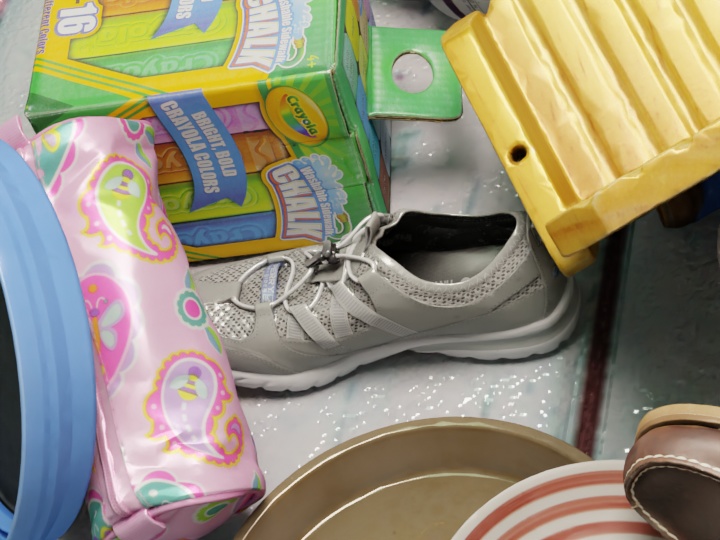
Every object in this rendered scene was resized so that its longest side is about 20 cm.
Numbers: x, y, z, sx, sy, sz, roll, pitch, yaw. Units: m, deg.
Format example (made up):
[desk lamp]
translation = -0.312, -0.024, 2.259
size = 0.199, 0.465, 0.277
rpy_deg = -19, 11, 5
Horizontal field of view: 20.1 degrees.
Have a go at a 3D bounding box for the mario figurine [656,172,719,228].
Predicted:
[mario figurine]
translation = 0.221, -0.098, 0.956
size = 0.199, 0.124, 0.106
rpy_deg = -22, 5, 6

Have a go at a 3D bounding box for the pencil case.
[pencil case]
translation = -0.108, 0.026, 0.916
size = 0.087, 0.087, 0.201
rpy_deg = -19, 75, -1

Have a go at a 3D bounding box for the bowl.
[bowl]
translation = -0.174, 0.033, 0.912
size = 0.039, 0.201, 0.201
rpy_deg = -10, 41, -31

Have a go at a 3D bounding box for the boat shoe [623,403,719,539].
[boat shoe]
translation = 0.190, 0.120, 0.779
size = 0.199, 0.071, 0.070
rpy_deg = 24, 54, 10

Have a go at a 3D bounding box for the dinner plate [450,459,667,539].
[dinner plate]
translation = 0.115, 0.165, 0.786
size = 0.199, 0.024, 0.201
rpy_deg = 8, 53, -11

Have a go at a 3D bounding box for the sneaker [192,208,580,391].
[sneaker]
translation = 0.000, 0.000, 0.957
size = 0.199, 0.082, 0.075
rpy_deg = -9, 48, 9

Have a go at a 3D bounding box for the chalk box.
[chalk box]
translation = -0.050, -0.093, 1.023
size = 0.199, 0.124, 0.125
rpy_deg = -8, 49, 9

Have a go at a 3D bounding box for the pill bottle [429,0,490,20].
[pill bottle]
translation = 0.094, -0.180, 1.056
size = 0.200, 0.112, 0.112
rpy_deg = 14, 54, 41

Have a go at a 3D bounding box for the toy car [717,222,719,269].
[toy car]
translation = 0.247, 0.001, 0.822
size = 0.199, 0.150, 0.175
rpy_deg = -22, 65, -3

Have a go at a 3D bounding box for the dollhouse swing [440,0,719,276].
[dollhouse swing]
translation = 0.132, -0.110, 0.848
size = 0.200, 0.176, 0.182
rpy_deg = -30, 73, 13

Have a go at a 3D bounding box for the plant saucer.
[plant saucer]
translation = 0.031, 0.150, 0.856
size = 0.199, 0.030, 0.201
rpy_deg = -8, 48, 9
